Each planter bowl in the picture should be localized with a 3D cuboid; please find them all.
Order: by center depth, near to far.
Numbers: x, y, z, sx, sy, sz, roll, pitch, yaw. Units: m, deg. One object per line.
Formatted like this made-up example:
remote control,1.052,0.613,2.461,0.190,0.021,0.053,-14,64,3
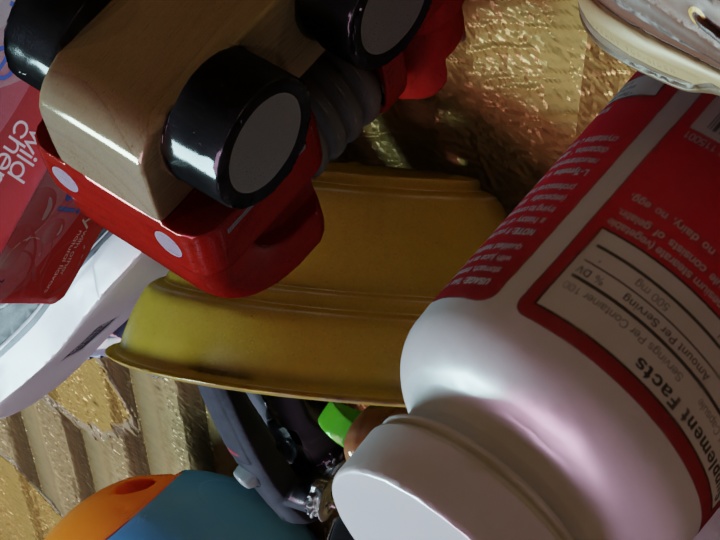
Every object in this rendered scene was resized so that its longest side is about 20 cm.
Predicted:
planter bowl,0.000,0.000,1.067,0.199,0.084,0.200,4,-176,0

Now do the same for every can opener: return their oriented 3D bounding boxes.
can opener,-0.049,0.073,1.340,0.078,0.064,0.200,32,168,24

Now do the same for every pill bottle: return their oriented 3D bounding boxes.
pill bottle,0.085,0.023,0.857,0.112,0.200,0.112,36,158,17

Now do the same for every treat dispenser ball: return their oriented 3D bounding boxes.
treat dispenser ball,-0.104,0.216,1.548,0.200,0.201,0.201,36,158,17

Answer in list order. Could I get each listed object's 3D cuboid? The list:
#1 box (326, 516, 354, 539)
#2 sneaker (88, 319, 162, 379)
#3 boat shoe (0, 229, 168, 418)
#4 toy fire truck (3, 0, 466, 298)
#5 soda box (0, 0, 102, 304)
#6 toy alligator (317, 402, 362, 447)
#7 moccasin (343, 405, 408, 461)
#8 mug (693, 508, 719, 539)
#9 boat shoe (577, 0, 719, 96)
box,0.097,0.171,1.194,0.199,0.049,0.161,5,153,24
sneaker,-0.120,-0.003,1.259,0.200,0.070,0.082,3,122,54
boat shoe,-0.121,-0.009,1.146,0.068,0.072,0.200,56,137,7
toy fire truck,-0.030,-0.064,0.929,0.128,0.176,0.200,30,156,27
soda box,-0.101,-0.087,0.978,0.063,0.201,0.070,33,-169,20
toy alligator,0.068,0.117,1.278,0.199,0.059,0.054,34,-158,0
moccasin,0.037,0.077,1.136,0.077,0.074,0.201,8,-175,14
mug,0.139,0.107,0.954,0.148,0.175,0.200,44,158,-5
boat shoe,0.133,-0.078,0.763,0.200,0.072,0.068,27,156,40
